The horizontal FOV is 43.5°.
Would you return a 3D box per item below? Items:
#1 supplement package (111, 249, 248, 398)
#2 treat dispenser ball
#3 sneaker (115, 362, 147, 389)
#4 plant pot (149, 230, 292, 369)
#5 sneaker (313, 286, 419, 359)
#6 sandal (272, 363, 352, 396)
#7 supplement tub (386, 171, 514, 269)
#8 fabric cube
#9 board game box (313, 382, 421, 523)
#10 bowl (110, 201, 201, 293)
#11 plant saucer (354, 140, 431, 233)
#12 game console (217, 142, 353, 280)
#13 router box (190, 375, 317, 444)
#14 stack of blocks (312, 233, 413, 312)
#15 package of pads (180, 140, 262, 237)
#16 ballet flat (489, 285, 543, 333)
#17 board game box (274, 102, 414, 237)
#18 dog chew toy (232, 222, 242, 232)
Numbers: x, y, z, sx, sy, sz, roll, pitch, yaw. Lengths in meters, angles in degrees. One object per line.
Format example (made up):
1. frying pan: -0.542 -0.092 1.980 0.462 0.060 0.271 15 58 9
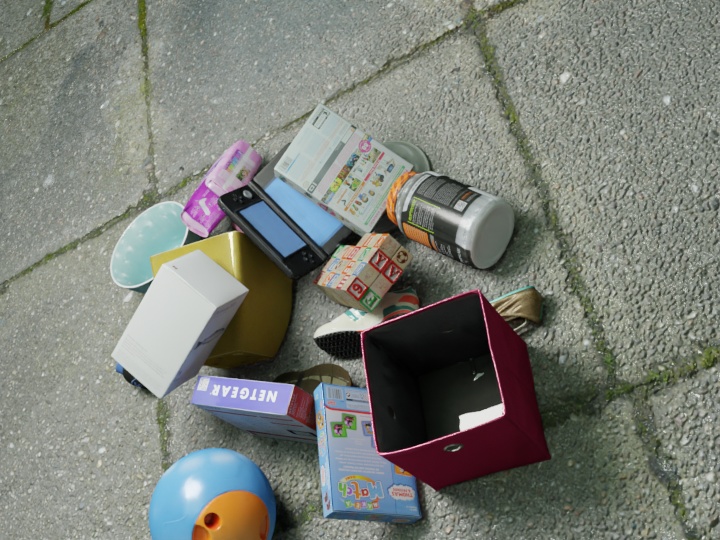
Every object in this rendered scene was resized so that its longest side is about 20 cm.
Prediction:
1. supplement package: -0.295 0.086 1.479 0.117 0.117 0.201 38 113 9
2. treat dispenser ball: -0.232 0.383 1.420 0.199 0.201 0.203 -15 57 24
3. sneaker: -0.384 0.137 1.748 0.077 0.070 0.201 31 75 15
4. plant pot: -0.238 0.067 1.617 0.192 0.195 0.203 -14 74 24
5. sneaker: 0.014 0.082 1.532 0.198 0.071 0.094 -19 37 25
6. sandal: -0.081 0.208 1.522 0.199 0.055 0.082 -16 39 41
7. supplement tub: 0.145 -0.090 1.499 0.199 0.122 0.123 28 81 38
8. fabric cube: 0.138 0.180 1.304 0.194 0.199 0.202 -21 55 20
9. board game box: 0.009 0.277 1.368 0.037 0.150 0.202 -49 39 46
10. bowl: -0.390 -0.027 1.803 0.199 0.105 0.203 -19 50 24
11. plant saucer: 0.032 -0.162 1.657 0.198 0.050 0.202 -15 58 25
12. game console: -0.118 -0.108 1.580 0.200 0.176 0.117 44 118 6
13. router box: -0.144 0.229 1.465 0.198 0.179 0.049 1 65 32
14. stack of blocks: 0.000 0.000 1.515 0.116 0.058 0.200 -52 16 -10
15. package of pads: -0.272 -0.163 1.767 0.120 0.075 0.201 -44 15 30
16. ballet flat: 0.194 0.085 1.418 0.198 0.068 0.073 -17 73 19
17. board game box: -0.029 -0.172 1.570 0.199 0.064 0.148 34 79 3
18. dog chew toy: -0.165 -0.128 1.721 0.199 0.124 0.126 -28 52 26
